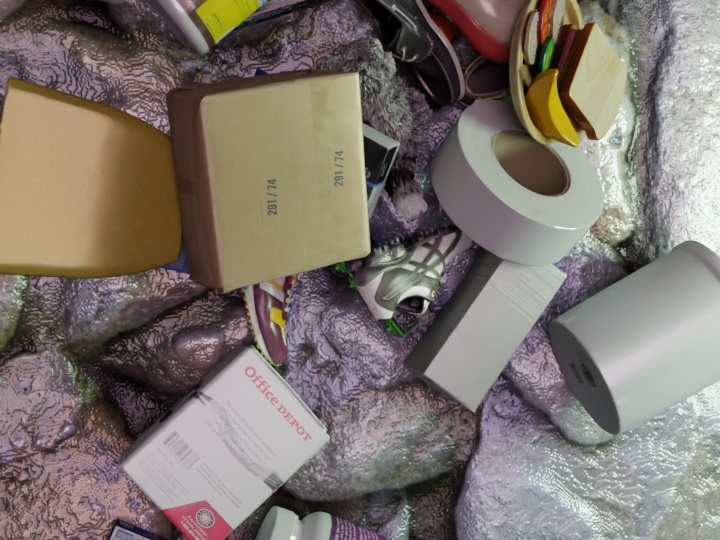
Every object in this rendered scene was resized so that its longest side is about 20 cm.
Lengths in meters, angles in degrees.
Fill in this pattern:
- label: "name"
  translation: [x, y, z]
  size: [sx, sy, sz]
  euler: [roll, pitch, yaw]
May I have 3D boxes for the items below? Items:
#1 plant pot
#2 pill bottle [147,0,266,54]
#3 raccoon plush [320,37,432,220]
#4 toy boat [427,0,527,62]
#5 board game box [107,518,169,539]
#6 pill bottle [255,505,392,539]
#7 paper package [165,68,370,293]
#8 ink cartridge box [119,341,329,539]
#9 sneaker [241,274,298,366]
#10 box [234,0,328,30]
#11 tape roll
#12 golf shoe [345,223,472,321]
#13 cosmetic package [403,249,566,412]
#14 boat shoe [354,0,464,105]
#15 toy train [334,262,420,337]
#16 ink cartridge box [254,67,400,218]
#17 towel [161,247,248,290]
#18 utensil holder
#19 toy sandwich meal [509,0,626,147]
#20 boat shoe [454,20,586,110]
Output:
- label: "plant pot"
  translation: [-0.287, -0.083, 1.135]
  size: [0.198, 0.195, 0.196]
  euler: [9, 90, -13]
- label: "pill bottle"
  translation: [-0.138, -0.340, 1.152]
  size: [0.200, 0.109, 0.109]
  euler: [-42, 98, -6]
- label: "raccoon plush"
  translation: [0.030, -0.174, 1.193]
  size: [0.096, 0.134, 0.201]
  euler: [-31, 59, 9]
- label: "toy boat"
  translation: [0.112, -0.314, 1.248]
  size: [0.200, 0.131, 0.130]
  euler: [43, 42, 16]
- label: "board game box"
  translation: [-0.225, 0.396, 1.237]
  size: [0.199, 0.034, 0.136]
  euler: [25, 87, -10]
- label: "pill bottle"
  translation: [-0.027, 0.353, 1.236]
  size: [0.199, 0.112, 0.113]
  euler: [25, 87, -10]
- label: "paper package"
  translation: [-0.092, -0.099, 1.090]
  size: [0.189, 0.103, 0.202]
  euler: [-14, 108, -27]
- label: "ink cartridge box"
  translation: [-0.157, 0.202, 1.221]
  size: [0.200, 0.083, 0.145]
  euler: [-42, 98, -8]
- label: "sneaker"
  translation: [-0.096, 0.009, 1.232]
  size: [0.089, 0.075, 0.202]
  euler: [-13, 95, -5]
- label: "box"
  translation: [-0.137, -0.394, 1.228]
  size: [0.198, 0.050, 0.200]
  euler: [-20, 94, -9]
- label: "tape roll"
  translation: [0.183, -0.105, 1.227]
  size: [0.201, 0.071, 0.204]
  euler: [17, 46, -18]
- label: "golf shoe"
  translation: [0.067, 0.002, 1.236]
  size: [0.199, 0.077, 0.095]
  euler: [-19, 92, -40]
- label: "cosmetic package"
  translation: [0.147, 0.063, 1.265]
  size: [0.090, 0.107, 0.201]
  euler: [34, 87, -10]
- label: "boat shoe"
  translation: [0.052, -0.270, 1.219]
  size: [0.068, 0.072, 0.201]
  euler: [-46, 117, -24]
- label: "toy train"
  translation: [0.000, 0.000, 1.260]
  size: [0.042, 0.056, 0.200]
  euler: [-41, 98, -7]
- label: "ink cartridge box"
  translation: [-0.061, -0.144, 1.196]
  size: [0.199, 0.039, 0.100]
  euler: [29, 117, 16]
- label: "towel"
  translation: [-0.164, -0.089, 1.198]
  size: [0.146, 0.024, 0.202]
  euler: [13, 92, 32]
- label: "utensil holder"
  translation: [0.354, 0.084, 1.274]
  size: [0.199, 0.170, 0.171]
  euler: [-27, 96, -8]
- label: "toy sandwich meal"
  translation: [0.241, -0.233, 1.210]
  size: [0.205, 0.070, 0.207]
  euler: [-17, 111, -53]
- label: "boat shoe"
  translation: [0.203, -0.258, 1.290]
  size: [0.199, 0.060, 0.072]
  euler: [-26, 96, -9]
